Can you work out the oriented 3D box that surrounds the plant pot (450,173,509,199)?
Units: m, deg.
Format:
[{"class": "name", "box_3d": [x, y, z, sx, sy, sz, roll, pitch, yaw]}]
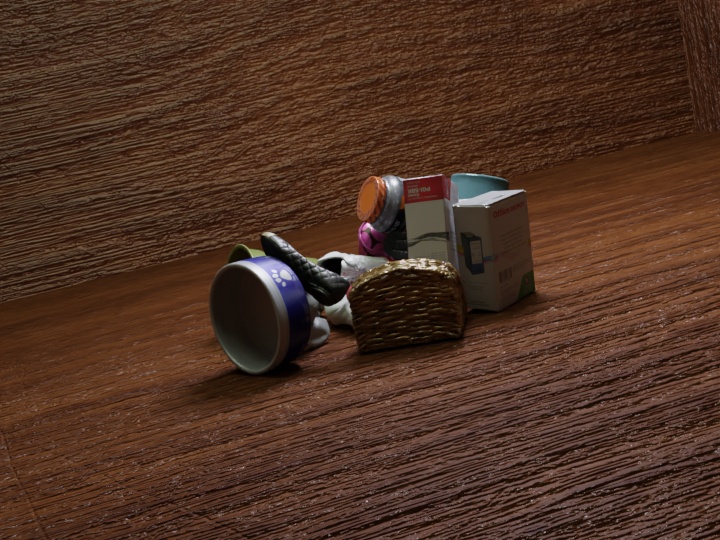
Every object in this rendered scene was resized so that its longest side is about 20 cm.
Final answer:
[{"class": "plant pot", "box_3d": [0.258, -0.116, 1.904, 0.196, 0.192, 0.200, 7, -1, 0]}]

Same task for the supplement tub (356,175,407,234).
[{"class": "supplement tub", "box_3d": [0.099, -0.128, 1.798, 0.197, 0.125, 0.122, 13, -2, -26]}]

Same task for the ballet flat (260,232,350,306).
[{"class": "ballet flat", "box_3d": [-0.104, -0.006, 1.519, 0.199, 0.067, 0.057, 38, 57, 20]}]

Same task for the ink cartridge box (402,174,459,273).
[{"class": "ink cartridge box", "box_3d": [0.142, -0.069, 1.614, 0.081, 0.204, 0.147, -5, -5, 18]}]

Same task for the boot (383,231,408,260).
[{"class": "boot", "box_3d": [0.161, -0.032, 1.764, 0.197, 0.079, 0.138, 17, -3, 22]}]

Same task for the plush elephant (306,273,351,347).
[{"class": "plush elephant", "box_3d": [-0.125, 0.064, 1.629, 0.197, 0.167, 0.155, -12, 13, 22]}]

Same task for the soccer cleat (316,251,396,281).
[{"class": "soccer cleat", "box_3d": [0.000, 0.000, 1.767, 0.197, 0.070, 0.085, 12, 12, 28]}]

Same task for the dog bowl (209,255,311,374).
[{"class": "dog bowl", "box_3d": [-0.182, 0.078, 1.515, 0.198, 0.204, 0.078, -3, 11, 44]}]

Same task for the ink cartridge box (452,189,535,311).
[{"class": "ink cartridge box", "box_3d": [0.256, -0.042, 1.606, 0.087, 0.204, 0.144, 6, 19, 41]}]

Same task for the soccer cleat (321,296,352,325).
[{"class": "soccer cleat", "box_3d": [-0.026, 0.086, 1.710, 0.069, 0.078, 0.200, 22, 11, -28]}]

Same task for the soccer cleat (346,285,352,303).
[{"class": "soccer cleat", "box_3d": [0.071, 0.061, 1.631, 0.196, 0.068, 0.077, 4, -10, 6]}]

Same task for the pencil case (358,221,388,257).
[{"class": "pencil case", "box_3d": [0.044, -0.032, 1.910, 0.092, 0.092, 0.201, 19, -25, 14]}]

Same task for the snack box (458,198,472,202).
[{"class": "snack box", "box_3d": [0.239, -0.054, 1.733, 0.115, 0.202, 0.037, -1, 37, 47]}]

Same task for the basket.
[{"class": "basket", "box_3d": [0.084, 0.048, 1.515, 0.197, 0.145, 0.149, -10, 11, 13]}]

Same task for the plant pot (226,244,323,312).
[{"class": "plant pot", "box_3d": [-0.175, 0.039, 1.847, 0.187, 0.204, 0.199, -5, 5, -30]}]
